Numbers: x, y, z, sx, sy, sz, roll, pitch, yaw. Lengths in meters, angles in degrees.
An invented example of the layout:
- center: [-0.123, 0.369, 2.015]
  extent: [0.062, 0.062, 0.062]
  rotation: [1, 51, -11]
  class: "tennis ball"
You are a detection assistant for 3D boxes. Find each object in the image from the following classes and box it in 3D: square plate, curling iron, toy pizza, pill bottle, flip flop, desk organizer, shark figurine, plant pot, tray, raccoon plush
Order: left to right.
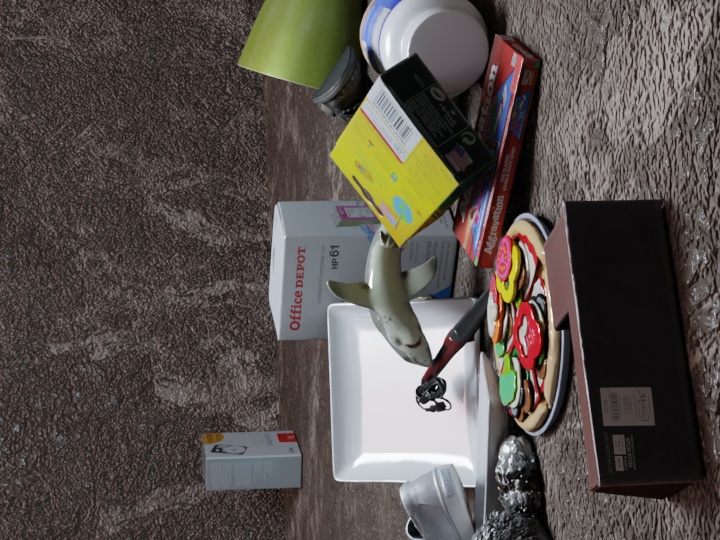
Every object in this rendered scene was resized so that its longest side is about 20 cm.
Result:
- center: [-0.069, -0.381, 2.212]
  extent: [0.187, 0.187, 0.200]
  rotation: [-129, 54, -75]
  class: "plant pot"
- center: [0.037, -0.013, 1.555]
  extent: [0.090, 0.128, 0.215]
  rotation: [119, 168, -75]
  class: "shark figurine"
- center: [0.052, 0.131, 1.596]
  extent: [0.200, 0.028, 0.199]
  rotation: [-4, 88, 37]
  class: "square plate"
- center: [0.069, -0.235, 1.517]
  extent: [0.200, 0.112, 0.112]
  rotation: [-127, 37, -73]
  class: "pill bottle"
- center: [0.084, 0.125, 1.626]
  extent: [0.081, 0.058, 0.200]
  rotation: [-25, 75, 34]
  class: "flip flop"
- center: [0.105, 0.075, 1.493]
  extent: [0.050, 0.026, 0.200]
  rotation: [57, 136, 31]
  class: "curling iron"
- center: [0.096, 0.254, 1.330]
  extent: [0.097, 0.134, 0.200]
  rotation: [102, 164, -53]
  class: "raccoon plush"
- center: [0.127, 0.190, 1.432]
  extent: [0.107, 0.022, 0.200]
  rotation: [-92, 2, -67]
  class: "tray"
- center: [0.143, 0.049, 1.329]
  extent: [0.200, 0.032, 0.201]
  rotation: [178, 90, -79]
  class: "toy pizza"
- center: [0.178, 0.057, 1.025]
  extent: [0.077, 0.072, 0.200]
  rotation: [108, 159, -69]
  class: "desk organizer"

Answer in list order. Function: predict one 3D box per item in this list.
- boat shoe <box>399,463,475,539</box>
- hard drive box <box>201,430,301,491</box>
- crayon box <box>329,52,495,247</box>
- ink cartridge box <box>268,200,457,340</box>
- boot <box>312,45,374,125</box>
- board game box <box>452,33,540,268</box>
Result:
- center: [0.080, 0.260, 1.513]
  extent: [0.200, 0.068, 0.072]
  rotation: [68, -172, -64]
  class: "boat shoe"
- center: [-0.231, 0.400, 3.109]
  extent: [0.156, 0.199, 0.077]
  rotation: [-128, 39, -73]
  class: "hard drive box"
- center: [0.045, -0.111, 1.430]
  extent: [0.127, 0.051, 0.200]
  rotation: [54, 157, 4]
  class: "crayon box"
- center: [0.000, 0.000, 1.681]
  extent: [0.085, 0.199, 0.145]
  rotation: [-103, 15, -57]
  class: "ink cartridge box"
- center: [0.040, -0.157, 1.572]
  extent: [0.069, 0.174, 0.200]
  rotation: [-56, -1, 1]
  class: "boot"
- center: [0.125, -0.113, 1.388]
  extent: [0.103, 0.019, 0.200]
  rotation: [-113, 32, -68]
  class: "board game box"
